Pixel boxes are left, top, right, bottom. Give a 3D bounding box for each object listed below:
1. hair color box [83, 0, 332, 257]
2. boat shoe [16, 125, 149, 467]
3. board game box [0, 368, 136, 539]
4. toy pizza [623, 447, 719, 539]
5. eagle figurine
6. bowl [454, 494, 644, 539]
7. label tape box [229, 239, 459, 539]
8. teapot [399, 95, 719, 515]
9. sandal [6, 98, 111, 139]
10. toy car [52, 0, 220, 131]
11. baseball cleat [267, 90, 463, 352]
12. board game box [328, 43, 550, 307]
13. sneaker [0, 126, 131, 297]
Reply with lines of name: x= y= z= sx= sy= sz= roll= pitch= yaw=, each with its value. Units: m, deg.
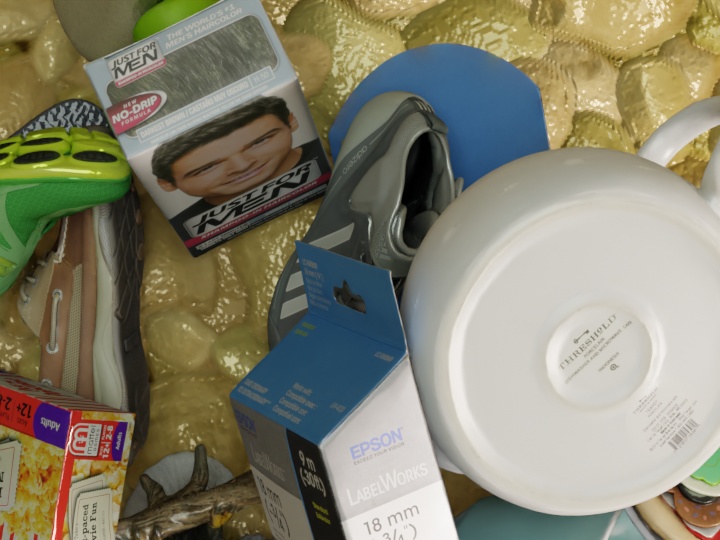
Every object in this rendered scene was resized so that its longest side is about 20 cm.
hair color box: x=-0.078 y=-0.077 z=1.155 sx=0.098 sy=0.200 sz=0.061 roll=-26 pitch=74 yaw=-1
boat shoe: x=-0.166 y=0.017 z=1.212 sx=0.071 sy=0.076 sz=0.202 roll=-1 pitch=94 yaw=9
board game box: x=-0.200 y=0.163 z=1.169 sx=0.046 sy=0.151 sz=0.202 roll=7 pitch=93 yaw=-42
toy pizza: x=0.230 y=0.099 z=1.118 sx=0.198 sy=0.032 sz=0.201 roll=5 pitch=49 yaw=-5
eagle figurine: x=-0.083 y=0.214 z=1.198 sx=0.151 sy=0.151 sz=0.201 roll=7 pitch=124 yaw=39
bowl: x=0.089 y=0.206 z=1.162 sx=0.104 sy=0.201 sz=0.203 roll=12 pitch=87 yaw=20
label tape box: x=-0.011 y=0.096 z=1.066 sx=0.063 sy=0.144 sz=0.202 roll=-20 pitch=103 yaw=-18
teapot: x=0.107 y=0.017 z=1.076 sx=0.198 sy=0.146 sz=0.199 roll=-4 pitch=109 yaw=-7
sandal: x=-0.233 y=-0.035 z=1.242 sx=0.199 sy=0.043 sz=0.077 roll=-25 pitch=94 yaw=-11
toy car: x=-0.075 y=-0.197 z=1.217 sx=0.199 sy=0.158 sz=0.165 roll=-19 pitch=79 yaw=-26
baseball cleat: x=0.000 y=0.000 z=1.177 sx=0.069 sy=0.107 sz=0.202 roll=8 pitch=110 yaw=-21
board game box: x=0.062 y=-0.031 z=1.210 sx=0.157 sy=0.039 sz=0.202 roll=-13 pitch=87 yaw=40
sneaker: x=-0.209 y=-0.023 z=1.173 sx=0.199 sy=0.074 sz=0.084 roll=-19 pitch=108 yaw=20
